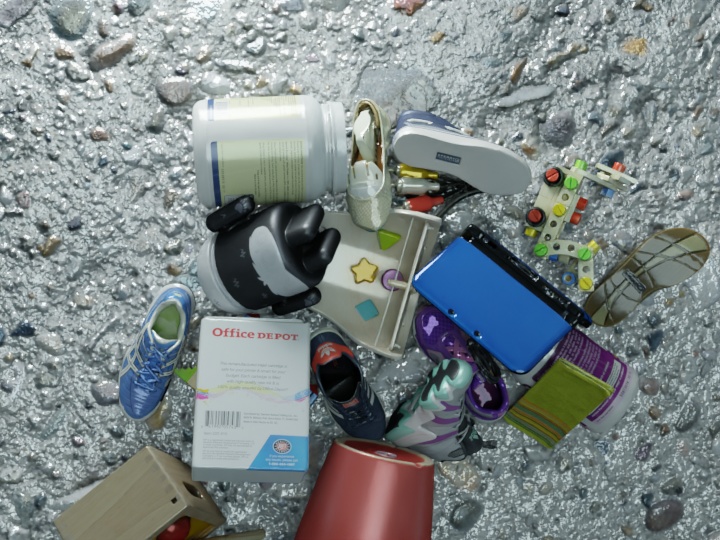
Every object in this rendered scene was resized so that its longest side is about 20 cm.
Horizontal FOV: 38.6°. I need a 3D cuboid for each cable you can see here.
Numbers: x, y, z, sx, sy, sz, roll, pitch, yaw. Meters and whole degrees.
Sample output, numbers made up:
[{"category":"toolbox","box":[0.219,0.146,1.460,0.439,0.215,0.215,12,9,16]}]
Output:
[{"category":"cable","box":[0.133,-0.115,1.457,0.199,0.050,0.097,-9,72,-3]}]

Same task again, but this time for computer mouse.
[{"category":"computer mouse","box":[0.142,0.072,1.437,0.034,0.059,0.200,-37,58,28]}]

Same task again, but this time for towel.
[{"category":"towel","box":[0.270,0.187,1.420,0.086,0.200,0.018,29,57,2]}]

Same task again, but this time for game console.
[{"category":"game console","box":[0.194,0.043,1.392,0.200,0.171,0.118,41,97,20]}]

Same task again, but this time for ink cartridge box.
[{"category":"ink cartridge box","box":[-0.141,0.167,1.331,0.144,0.085,0.200,4,67,-8]}]

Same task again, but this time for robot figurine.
[{"category":"robot figurine","box":[-0.125,-0.018,1.380,0.200,0.125,0.151,-23,77,27]}]

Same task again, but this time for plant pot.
[{"category":"plant pot","box":[0.014,0.329,1.389,0.200,0.200,0.178,13,90,-6]}]

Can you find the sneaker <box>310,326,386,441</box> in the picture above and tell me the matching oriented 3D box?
[{"category":"sneaker","box":[-0.016,0.176,1.415,0.075,0.085,0.200,-30,117,-1]}]

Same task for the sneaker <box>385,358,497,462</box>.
[{"category":"sneaker","box":[0.137,0.205,1.421,0.140,0.200,0.078,31,50,-8]}]

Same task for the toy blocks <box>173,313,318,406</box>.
[{"category":"toy blocks","box":[-0.136,0.154,1.425,0.200,0.100,0.137,39,78,8]}]

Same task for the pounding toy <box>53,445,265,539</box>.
[{"category":"pounding toy","box":[-0.262,0.346,1.379,0.184,0.200,0.142,-38,67,-3]}]

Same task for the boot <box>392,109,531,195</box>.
[{"category":"boot","box":[0.144,-0.173,1.437,0.200,0.090,0.073,19,125,-7]}]

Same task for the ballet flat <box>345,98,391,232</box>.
[{"category":"ballet flat","box":[0.005,-0.147,1.405,0.067,0.062,0.200,-11,58,19]}]

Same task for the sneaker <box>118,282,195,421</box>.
[{"category":"sneaker","box":[-0.286,0.113,1.414,0.076,0.077,0.200,17,91,-8]}]

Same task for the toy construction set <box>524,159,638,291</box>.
[{"category":"toy construction set","box":[0.310,-0.078,1.462,0.131,0.092,0.200,25,81,18]}]

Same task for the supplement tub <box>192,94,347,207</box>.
[{"category":"supplement tub","box":[-0.122,-0.162,1.389,0.199,0.145,0.145,-3,92,-6]}]

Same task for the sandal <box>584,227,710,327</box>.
[{"category":"sandal","box":[0.412,0.007,1.499,0.200,0.054,0.080,-39,89,11]}]

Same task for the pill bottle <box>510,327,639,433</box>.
[{"category":"pill bottle","box":[0.283,0.132,1.455,0.200,0.112,0.112,35,88,-6]}]

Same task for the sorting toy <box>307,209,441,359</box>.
[{"category":"sorting toy","box":[0.000,0.000,1.435,0.180,0.107,0.200,17,92,2]}]

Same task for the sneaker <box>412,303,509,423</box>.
[{"category":"sneaker","box":[0.150,0.132,1.454,0.080,0.088,0.200,-35,93,-3]}]
